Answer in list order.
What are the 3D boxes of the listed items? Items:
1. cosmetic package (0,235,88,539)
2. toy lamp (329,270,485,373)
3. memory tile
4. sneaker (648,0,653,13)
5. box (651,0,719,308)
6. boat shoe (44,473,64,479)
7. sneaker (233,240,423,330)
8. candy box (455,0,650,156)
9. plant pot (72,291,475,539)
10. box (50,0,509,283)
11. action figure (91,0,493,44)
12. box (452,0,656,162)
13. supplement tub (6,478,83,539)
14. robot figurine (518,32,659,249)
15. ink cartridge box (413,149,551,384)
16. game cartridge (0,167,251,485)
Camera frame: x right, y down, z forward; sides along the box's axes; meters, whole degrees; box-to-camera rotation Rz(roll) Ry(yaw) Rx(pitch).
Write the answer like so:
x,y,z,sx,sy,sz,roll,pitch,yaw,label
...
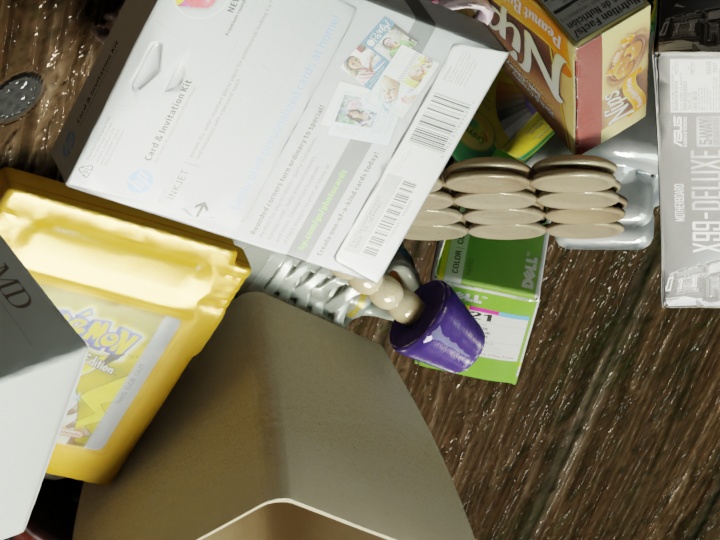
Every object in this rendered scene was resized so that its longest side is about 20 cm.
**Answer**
x,y,z,sx,sy,sz,roll,pitch,yaw,label
-0.289,0.066,1.433,0.200,0.167,0.166,-20,148,-37,cosmetic package
0.000,0.000,1.707,0.200,0.058,0.058,38,104,-26,toy lamp
0.084,-0.044,1.596,0.153,0.017,0.200,-1,170,7,memory tile
0.129,-0.217,1.571,0.070,0.090,0.200,-53,144,-61,sneaker
0.203,-0.102,1.568,0.050,0.158,0.200,0,134,9,box
-0.176,0.057,1.692,0.068,0.072,0.200,17,131,-33,boat shoe
-0.033,-0.004,1.762,0.200,0.081,0.077,-2,137,-50,sneaker
0.087,-0.175,1.513,0.055,0.200,0.115,-32,153,-12,candy box
-0.063,0.133,1.737,0.200,0.177,0.200,-30,142,33,plant pot
-0.043,-0.090,1.407,0.200,0.041,0.156,17,113,-30,box
-0.049,-0.138,1.468,0.200,0.149,0.134,-28,161,-53,action figure
0.113,-0.160,1.667,0.200,0.117,0.048,-45,153,12,box
-0.213,0.213,1.836,0.107,0.107,0.200,-21,149,-34,supplement tub
0.162,-0.115,1.749,0.113,0.200,0.170,2,159,4,robot figurine
0.095,-0.042,1.789,0.200,0.076,0.148,102,0,-51,ink cartridge box
-0.184,0.039,1.611,0.176,0.032,0.200,15,124,-32,game cartridge
